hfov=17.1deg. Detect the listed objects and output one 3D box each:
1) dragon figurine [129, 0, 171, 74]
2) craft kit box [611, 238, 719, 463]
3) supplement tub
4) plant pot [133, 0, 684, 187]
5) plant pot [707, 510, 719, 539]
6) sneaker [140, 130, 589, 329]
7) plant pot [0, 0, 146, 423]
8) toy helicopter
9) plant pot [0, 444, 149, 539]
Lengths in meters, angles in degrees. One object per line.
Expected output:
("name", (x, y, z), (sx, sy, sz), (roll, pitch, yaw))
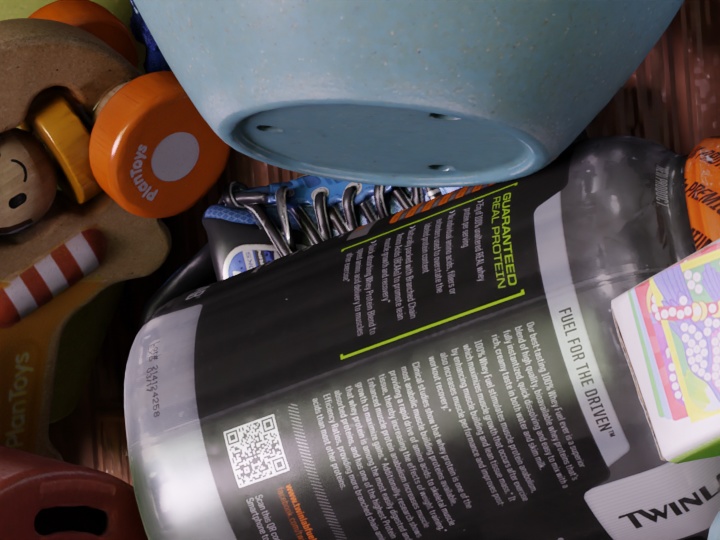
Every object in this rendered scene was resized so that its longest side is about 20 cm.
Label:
("dragon figurine", (-0.022, -0.154, 0.805), (0.059, 0.099, 0.201), (28, 113, 40))
("craft kit box", (0.191, -0.017, 0.529), (0.200, 0.197, 0.049), (-32, 72, 41))
("supplement tub", (0.041, 0.036, 0.709), (0.199, 0.122, 0.123), (-20, 78, 21))
("plant pot", (0.013, -0.099, 0.661), (0.199, 0.199, 0.136), (-7, 74, 46))
("plant pot", (0.188, 0.118, 0.551), (0.199, 0.196, 0.197), (4, 96, 49))
("sneaker", (0.000, 0.000, 0.802), (0.200, 0.089, 0.079), (-30, 73, 41))
("plant pot", (-0.139, -0.077, 0.896), (0.187, 0.187, 0.201), (41, 106, 35))
("toy helicopter", (-0.124, 0.011, 0.802), (0.079, 0.132, 0.201), (39, 131, 42))
("plant pot", (-0.164, 0.125, 0.732), (0.194, 0.200, 0.202), (4, 96, 35))
